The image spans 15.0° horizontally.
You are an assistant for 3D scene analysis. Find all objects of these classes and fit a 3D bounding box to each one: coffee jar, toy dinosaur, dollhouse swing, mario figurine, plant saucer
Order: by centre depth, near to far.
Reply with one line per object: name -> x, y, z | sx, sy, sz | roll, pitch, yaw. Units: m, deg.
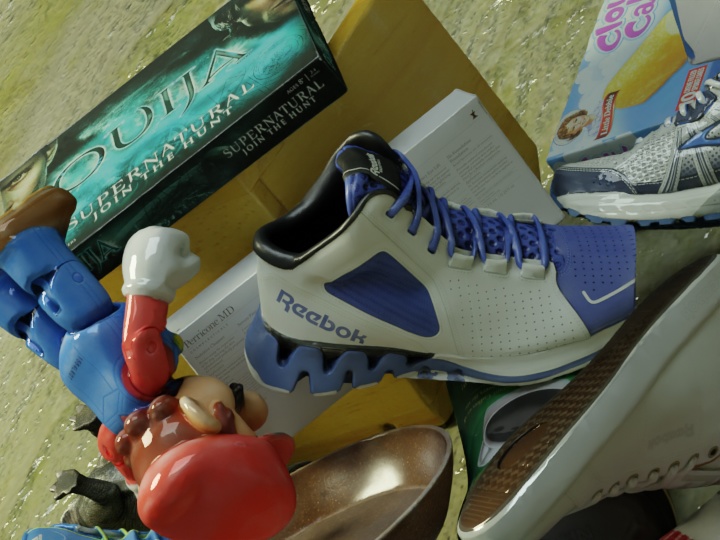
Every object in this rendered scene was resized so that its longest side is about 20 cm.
plant saucer -> -0.034, 0.144, 1.313 | 0.200, 0.035, 0.200 | -30, 12, 7
coffee jar -> 0.096, 0.090, 1.338 | 0.104, 0.085, 0.200 | -20, 34, 13
mario figurine -> -0.099, 0.050, 1.339 | 0.106, 0.200, 0.123 | -41, -14, -5
dollhouse swing -> -0.025, -0.030, 1.529 | 0.181, 0.200, 0.176 | -20, 35, 35
toy dinosaur -> -0.109, 0.124, 1.546 | 0.199, 0.102, 0.077 | -19, 46, 19

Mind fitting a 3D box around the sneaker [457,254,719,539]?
sneaker -> 0.127, 0.078, 1.219 | 0.200, 0.085, 0.073 | -41, 8, -33

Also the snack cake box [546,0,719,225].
snack cake box -> 0.189, -0.123, 1.531 | 0.115, 0.067, 0.200 | -15, 39, 38

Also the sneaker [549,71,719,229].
sneaker -> 0.192, -0.067, 1.394 | 0.199, 0.077, 0.086 | -7, 86, 23

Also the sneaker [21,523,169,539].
sneaker -> -0.124, 0.171, 1.479 | 0.200, 0.105, 0.076 | -34, 30, 15

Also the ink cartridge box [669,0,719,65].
ink cartridge box -> 0.267, -0.173, 1.435 | 0.136, 0.077, 0.200 | -12, 5, 41

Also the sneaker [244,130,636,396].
sneaker -> 0.035, -0.008, 1.313 | 0.199, 0.115, 0.081 | -8, 36, 2

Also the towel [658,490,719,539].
towel -> 0.201, 0.114, 1.197 | 0.200, 0.023, 0.144 | -37, 25, -22

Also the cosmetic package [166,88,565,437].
cosmetic package -> 0.000, 0.000, 1.406 | 0.200, 0.083, 0.051 | -38, 16, -4

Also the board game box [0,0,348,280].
board game box -> -0.103, -0.070, 1.440 | 0.200, 0.028, 0.135 | -37, 29, 8
